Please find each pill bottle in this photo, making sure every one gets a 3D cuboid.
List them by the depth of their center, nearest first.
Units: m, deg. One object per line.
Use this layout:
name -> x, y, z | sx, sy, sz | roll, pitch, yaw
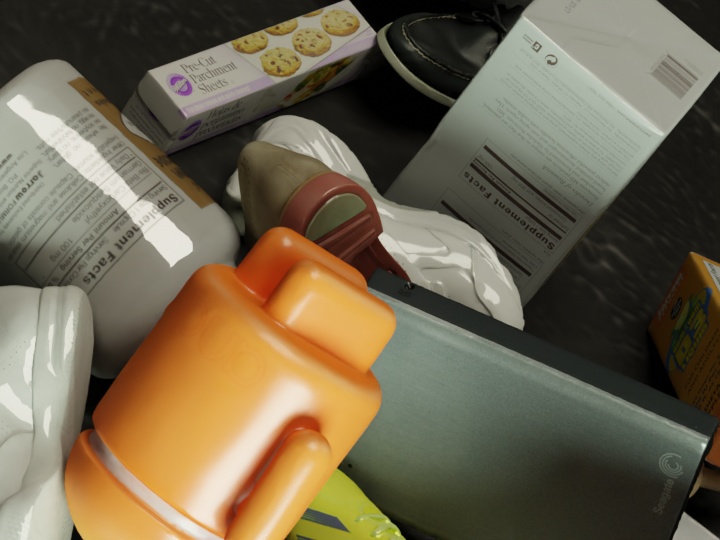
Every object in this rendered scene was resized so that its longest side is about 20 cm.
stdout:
pill bottle -> -0.129, -0.008, 1.519 | 0.200, 0.114, 0.114 | 44, 39, 6

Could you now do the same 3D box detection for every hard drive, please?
hard drive -> 0.079, 0.096, 1.519 | 0.200, 0.140, 0.033 | 23, 37, 10

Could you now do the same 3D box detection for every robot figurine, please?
robot figurine -> -0.068, 0.078, 1.397 | 0.144, 0.200, 0.117 | 39, 8, 18

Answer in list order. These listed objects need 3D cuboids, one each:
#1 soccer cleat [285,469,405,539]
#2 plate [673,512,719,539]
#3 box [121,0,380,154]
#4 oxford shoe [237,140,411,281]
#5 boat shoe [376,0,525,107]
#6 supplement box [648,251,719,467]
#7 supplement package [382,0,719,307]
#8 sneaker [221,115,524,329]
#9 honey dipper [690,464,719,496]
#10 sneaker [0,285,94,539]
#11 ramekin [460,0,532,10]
soccer cleat -> 0.025, 0.172, 1.489 | 0.065, 0.084, 0.200 | -10, 59, -43
plate -> 0.149, 0.200, 1.601 | 0.200, 0.032, 0.200 | 37, 38, -2
box -> -0.063, -0.120, 1.741 | 0.041, 0.039, 0.200 | 50, 40, 14
oxford shoe -> -0.022, -0.002, 1.562 | 0.070, 0.200, 0.075 | -38, 57, -20
boat shoe -> 0.094, -0.144, 1.841 | 0.199, 0.066, 0.075 | 13, 45, -45
supplement box -> 0.230, 0.060, 1.720 | 0.069, 0.067, 0.200 | 24, 17, -11
supplement package -> 0.107, -0.073, 1.700 | 0.109, 0.200, 0.114 | 40, 39, 3
sneaker -> 0.000, 0.000, 1.658 | 0.200, 0.078, 0.099 | 33, 45, 7
honey dipper -> 0.221, 0.130, 1.698 | 0.200, 0.038, 0.038 | 19, 40, -47
sneaker -> -0.189, 0.099, 1.417 | 0.088, 0.075, 0.200 | 2, 57, 6
ramekin -> 0.105, -0.266, 1.867 | 0.200, 0.098, 0.201 | -1, 76, 4
